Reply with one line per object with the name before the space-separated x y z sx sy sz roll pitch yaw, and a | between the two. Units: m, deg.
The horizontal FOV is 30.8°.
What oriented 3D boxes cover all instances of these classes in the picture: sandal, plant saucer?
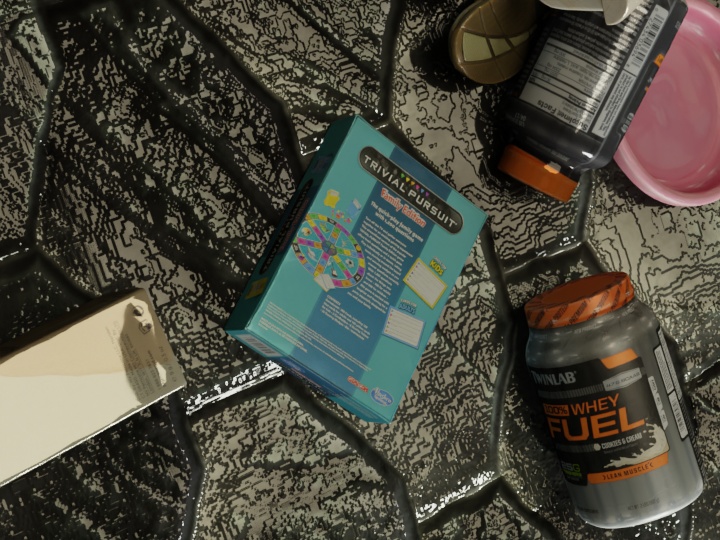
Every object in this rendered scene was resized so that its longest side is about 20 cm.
sandal | 0.129 -0.225 1.151 0.200 0.054 0.081 -42 136 -41
plant saucer | 0.298 -0.160 1.247 0.199 0.051 0.203 2 86 -29

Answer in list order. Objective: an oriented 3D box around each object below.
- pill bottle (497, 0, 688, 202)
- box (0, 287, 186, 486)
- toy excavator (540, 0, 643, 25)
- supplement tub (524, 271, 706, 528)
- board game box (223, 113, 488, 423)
pill bottle | 0.193 -0.162 1.134 0.106 0.106 0.201 22 100 -27
box | -0.233 0.090 0.903 0.199 0.095 0.078 -28 100 -29
toy excavator | 0.118 -0.268 1.063 0.100 0.194 0.201 -44 102 -34
supplement tub | 0.218 0.111 1.143 0.122 0.122 0.202 -23 98 -29
board game box | 0.000 0.000 1.067 0.150 0.047 0.201 35 71 -23
